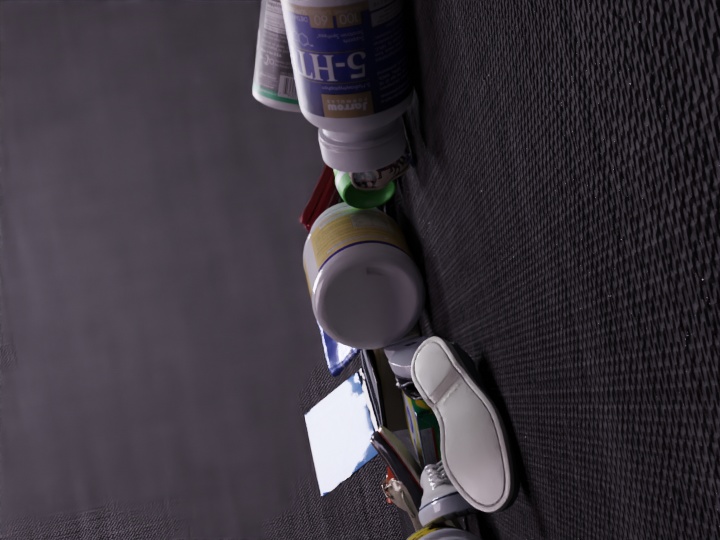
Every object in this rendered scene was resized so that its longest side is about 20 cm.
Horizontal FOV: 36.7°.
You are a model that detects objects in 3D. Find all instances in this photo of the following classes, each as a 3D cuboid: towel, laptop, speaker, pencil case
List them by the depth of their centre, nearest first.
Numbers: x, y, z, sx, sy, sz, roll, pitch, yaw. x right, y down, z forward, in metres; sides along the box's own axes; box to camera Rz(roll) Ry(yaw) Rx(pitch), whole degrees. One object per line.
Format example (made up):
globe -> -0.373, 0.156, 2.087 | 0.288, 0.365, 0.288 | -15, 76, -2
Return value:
pencil case -> 0.005, -0.198, 1.252 | 0.089, 0.078, 0.200 | 114, 145, -68
speaker -> -0.007, -0.182, 1.465 | 0.089, 0.088, 0.200 | 83, 174, -55
towel -> 0.001, 0.043, 1.578 | 0.200, 0.024, 0.145 | -51, 32, 28
towel -> -0.023, -0.080, 1.623 | 0.145, 0.022, 0.200 | -66, -29, -20
laptop -> -0.030, 0.195, 1.627 | 0.187, 0.116, 0.200 | -109, 8, -54

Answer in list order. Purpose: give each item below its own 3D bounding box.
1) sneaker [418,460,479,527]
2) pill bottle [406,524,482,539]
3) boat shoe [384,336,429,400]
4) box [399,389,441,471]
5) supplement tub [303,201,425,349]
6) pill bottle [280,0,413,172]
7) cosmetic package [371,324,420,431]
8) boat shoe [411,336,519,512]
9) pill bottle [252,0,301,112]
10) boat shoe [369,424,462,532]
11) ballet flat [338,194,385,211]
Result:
sneaker -> 0.097, 0.264, 1.299 | 0.200, 0.073, 0.071 | 93, 162, -78
pill bottle -> 0.098, 0.345, 1.214 | 0.200, 0.114, 0.115 | 97, 161, -79
boat shoe -> 0.070, 0.122, 1.300 | 0.200, 0.072, 0.068 | 174, 76, -82
box -> 0.087, 0.194, 1.477 | 0.200, 0.048, 0.118 | -105, 4, -69
supplement tub -> 0.000, 0.000, 1.432 | 0.200, 0.145, 0.146 | -107, 7, -65
pill bottle -> -0.009, -0.206, 1.088 | 0.120, 0.119, 0.200 | -106, 5, -55
cosmetic package -> 0.054, 0.138, 1.636 | 0.104, 0.073, 0.200 | -105, 6, -50
boat shoe -> 0.107, 0.140, 0.991 | 0.062, 0.073, 0.200 | 26, -155, -35
pill bottle -> -0.068, -0.304, 1.336 | 0.113, 0.113, 0.200 | -109, 25, -66
boat shoe -> 0.066, 0.299, 1.447 | 0.200, 0.063, 0.071 | 56, -173, -10
ballet flat -> -0.003, -0.081, 1.551 | 0.072, 0.072, 0.201 | -119, 39, -80
